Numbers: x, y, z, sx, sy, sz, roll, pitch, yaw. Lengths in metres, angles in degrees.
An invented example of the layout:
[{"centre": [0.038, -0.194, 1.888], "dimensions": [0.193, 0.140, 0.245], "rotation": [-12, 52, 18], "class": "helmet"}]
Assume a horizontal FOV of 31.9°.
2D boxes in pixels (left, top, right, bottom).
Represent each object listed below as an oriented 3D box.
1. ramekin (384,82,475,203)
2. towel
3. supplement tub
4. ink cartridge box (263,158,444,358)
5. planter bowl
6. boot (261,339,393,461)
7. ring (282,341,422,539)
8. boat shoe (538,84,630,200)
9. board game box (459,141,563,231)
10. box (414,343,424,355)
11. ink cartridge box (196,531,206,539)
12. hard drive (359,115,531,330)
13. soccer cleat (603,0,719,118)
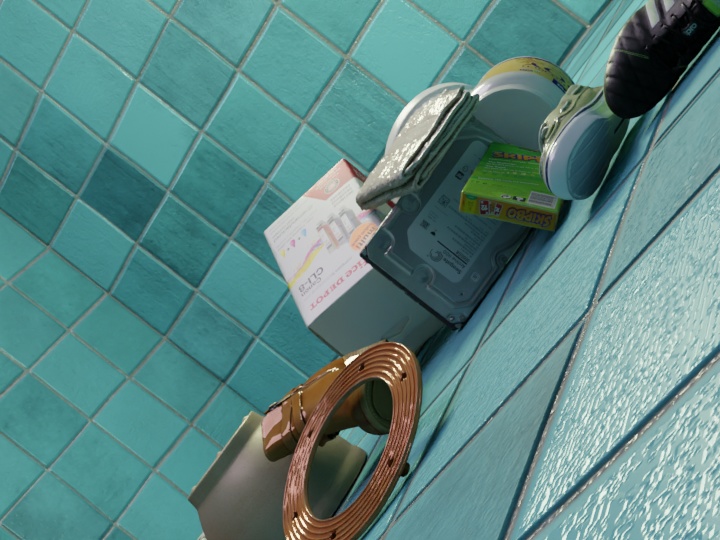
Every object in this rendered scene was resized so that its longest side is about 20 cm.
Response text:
[{"centre": [0.140, -0.143, 1.689], "dimensions": [0.201, 0.200, 0.105], "rotation": [-53, 34, -3], "class": "ramekin"}, {"centre": [0.058, -0.133, 1.385], "dimensions": [0.133, 0.034, 0.200], "rotation": [-54, 10, -14], "class": "towel"}, {"centre": [0.191, -0.172, 1.505], "dimensions": [0.146, 0.145, 0.200], "rotation": [-53, 1, 21], "class": "supplement tub"}, {"centre": [0.000, 0.000, 1.525], "dimensions": [0.145, 0.144, 0.201], "rotation": [-41, 41, 10], "class": "ink cartridge box"}, {"centre": [-0.103, 0.240, 1.379], "dimensions": [0.201, 0.134, 0.200], "rotation": [-52, 0, 1], "class": "planter bowl"}, {"centre": [-0.034, 0.141, 1.248], "dimensions": [0.154, 0.077, 0.200], "rotation": [-29, 16, 8], "class": "boot"}, {"centre": [-0.005, 0.156, 1.088], "dimensions": [0.201, 0.019, 0.202], "rotation": [-47, 26, 31], "class": "ring"}, {"centre": [0.192, -0.117, 1.130], "dimensions": [0.200, 0.061, 0.073], "rotation": [-43, -44, -55], "class": "boat shoe"}, {"centre": [0.164, -0.090, 1.283], "dimensions": [0.200, 0.094, 0.030], "rotation": [-57, -23, -63], "class": "board game box"}, {"centre": [0.056, 0.040, 1.683], "dimensions": [0.201, 0.109, 0.128], "rotation": [-53, 1, -11], "class": "box"}, {"centre": [-0.217, 0.432, 1.727], "dimensions": [0.147, 0.083, 0.200], "rotation": [-54, 1, 11], "class": "ink cartridge box"}, {"centre": [0.110, -0.055, 1.384], "dimensions": [0.201, 0.139, 0.038], "rotation": [-52, 1, -8], "class": "hard drive"}, {"centre": [0.282, -0.219, 1.091], "dimensions": [0.201, 0.067, 0.081], "rotation": [-54, 14, -3], "class": "soccer cleat"}]
